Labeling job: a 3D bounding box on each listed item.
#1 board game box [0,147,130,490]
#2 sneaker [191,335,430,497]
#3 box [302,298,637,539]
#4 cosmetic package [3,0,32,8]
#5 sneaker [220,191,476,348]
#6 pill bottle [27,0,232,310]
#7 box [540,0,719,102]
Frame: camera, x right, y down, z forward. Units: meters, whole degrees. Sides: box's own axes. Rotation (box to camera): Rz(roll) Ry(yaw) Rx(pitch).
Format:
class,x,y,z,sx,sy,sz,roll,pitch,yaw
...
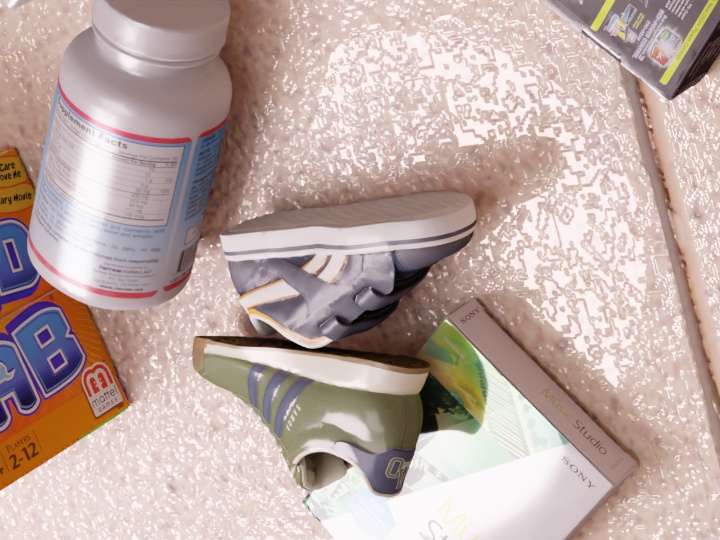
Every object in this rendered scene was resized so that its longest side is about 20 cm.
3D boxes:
class,x,y,z,sx,sy,sz,roll,pitch,yaw
board game box,-0.323,0.062,1.535,0.199,0.200,0.201,-18,100,39
sneaker,-0.038,0.091,1.396,0.200,0.067,0.090,6,94,47
box,0.063,0.133,1.395,0.144,0.036,0.200,45,128,11
cosmetic package,-0.218,-0.273,1.366,0.200,0.107,0.085,54,131,5
sneaker,0.000,0.000,1.354,0.199,0.078,0.080,-5,103,49
pill bottle,-0.140,-0.084,1.395,0.108,0.109,0.201,31,125,21
box,0.154,-0.214,1.164,0.160,0.044,0.200,39,128,15
